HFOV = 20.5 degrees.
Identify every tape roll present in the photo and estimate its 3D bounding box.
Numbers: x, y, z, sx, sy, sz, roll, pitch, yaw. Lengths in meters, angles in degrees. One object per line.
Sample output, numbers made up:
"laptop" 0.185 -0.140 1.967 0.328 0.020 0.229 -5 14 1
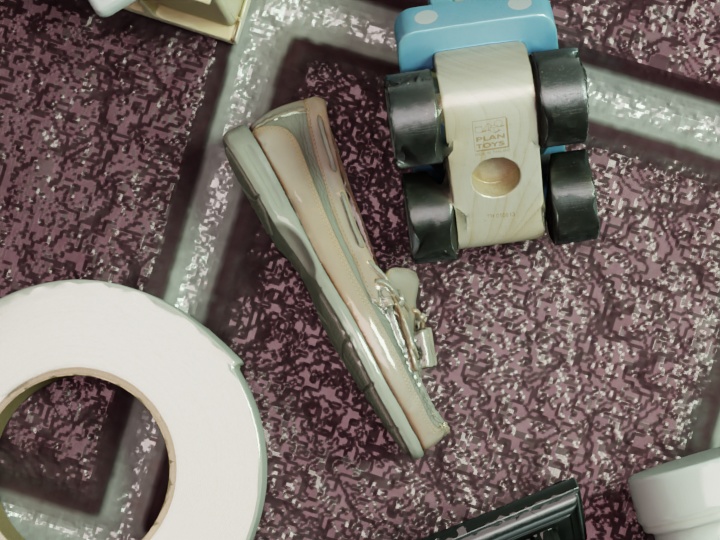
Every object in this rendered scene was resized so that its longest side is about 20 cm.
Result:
"tape roll" -0.148 0.105 1.062 0.202 0.037 0.204 0 87 3

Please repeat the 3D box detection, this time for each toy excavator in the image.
"toy excavator" 0.055 -0.131 1.042 0.099 0.200 0.195 -9 130 1

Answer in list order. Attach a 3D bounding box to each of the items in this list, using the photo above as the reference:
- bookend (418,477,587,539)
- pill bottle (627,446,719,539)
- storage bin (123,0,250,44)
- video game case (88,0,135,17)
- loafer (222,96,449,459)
"bookend" 0.054 0.239 0.986 0.198 0.092 0.201 -21 65 -1
"pill bottle" 0.202 0.190 1.006 0.112 0.112 0.201 -16 87 1
"storage bin" -0.132 -0.251 1.054 0.198 0.094 0.201 18 88 4
"video game case" -0.102 -0.257 0.996 0.182 0.023 0.201 -30 87 0
"loafer" 0.000 0.000 1.049 0.063 0.072 0.201 -30 83 -7
